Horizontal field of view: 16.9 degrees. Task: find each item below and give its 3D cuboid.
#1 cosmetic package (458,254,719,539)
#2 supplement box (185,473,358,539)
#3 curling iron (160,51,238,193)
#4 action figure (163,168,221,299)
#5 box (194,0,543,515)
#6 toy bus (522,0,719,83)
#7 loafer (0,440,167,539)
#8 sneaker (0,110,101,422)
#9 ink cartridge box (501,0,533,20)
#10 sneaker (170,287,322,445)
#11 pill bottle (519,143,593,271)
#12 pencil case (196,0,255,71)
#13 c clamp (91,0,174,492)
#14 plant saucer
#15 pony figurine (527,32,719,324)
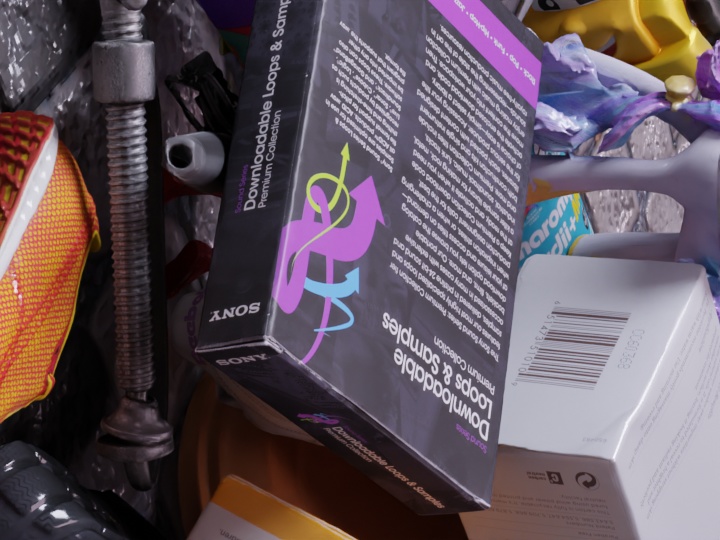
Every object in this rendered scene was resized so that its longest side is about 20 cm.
[{"bbox_3d":[0.107,0.103,0.974,0.113,0.081,0.201,-57,141,-40],"label":"cosmetic package"},{"bbox_3d":[-0.051,0.189,0.859,0.201,0.073,0.126,-59,153,-12],"label":"supplement box"},{"bbox_3d":[-0.058,-0.046,0.860,0.050,0.025,0.200,59,6,-7],"label":"curling iron"},{"bbox_3d":[0.000,0.000,1.012,0.199,0.052,0.066,12,54,-36],"label":"action figure"},{"bbox_3d":[0.008,-0.031,0.863,0.143,0.036,0.201,40,48,-45],"label":"box"},{"bbox_3d":[0.119,-0.212,1.280,0.192,0.135,0.201,40,56,-42],"label":"toy bus"},{"bbox_3d":[-0.104,0.115,0.863,0.070,0.068,0.201,-44,157,-1],"label":"loafer"},{"bbox_3d":[-0.129,0.030,0.790,0.077,0.073,0.200,66,33,-33],"label":"sneaker"},{"bbox_3d":[0.033,-0.191,1.044,0.200,0.144,0.085,-61,178,-46],"label":"ink cartridge box"},{"bbox_3d":[0.004,0.038,0.966,0.200,0.099,0.075,31,63,-53],"label":"sneaker"},{"bbox_3d":[0.040,-0.040,1.109,0.200,0.110,0.111,64,35,-41],"label":"pill bottle"},{"bbox_3d":[-0.051,-0.146,0.919,0.200,0.088,0.089,59,37,-29],"label":"pencil case"},{"bbox_3d":[-0.082,-0.012,0.852,0.171,0.027,0.201,-107,-164,-75],"label":"c clamp"},{"bbox_3d":[0.017,0.102,1.016,0.199,0.037,0.201,21,51,-28],"label":"plant saucer"},{"bbox_3d":[0.155,-0.036,1.000,0.166,0.199,0.194,-36,128,-40],"label":"pony figurine"}]
